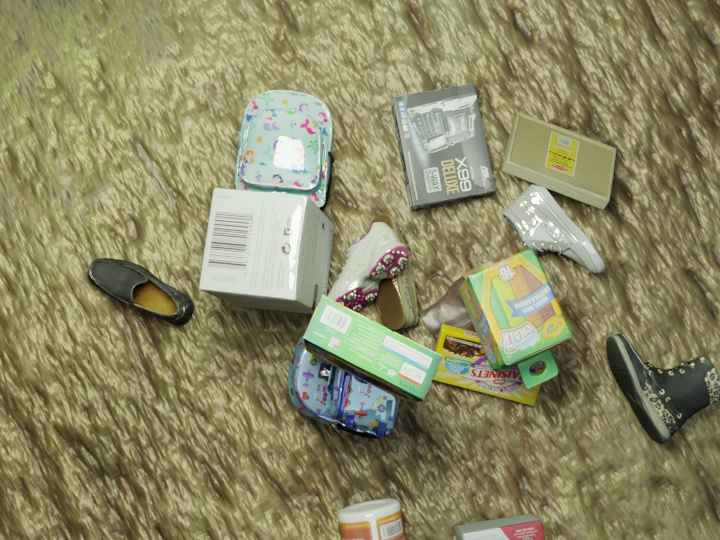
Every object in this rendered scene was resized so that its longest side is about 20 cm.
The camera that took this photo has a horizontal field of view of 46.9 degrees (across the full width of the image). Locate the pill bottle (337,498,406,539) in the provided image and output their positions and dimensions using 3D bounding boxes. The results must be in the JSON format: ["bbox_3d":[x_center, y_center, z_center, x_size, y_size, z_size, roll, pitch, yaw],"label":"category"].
[{"bbox_3d":[0.030,0.494,1.380,0.109,0.112,0.206,-9,84,-4],"label":"pill bottle"}]

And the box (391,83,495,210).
[{"bbox_3d":[0.148,-0.222,1.500,0.153,0.050,0.206,-9,84,-4],"label":"box"}]

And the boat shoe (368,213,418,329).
[{"bbox_3d":[0.060,0.001,1.468,0.072,0.062,0.206,-10,85,41],"label":"boat shoe"}]

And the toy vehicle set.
[{"bbox_3d":[0.360,-0.200,1.495,0.196,0.027,0.126,21,59,0],"label":"toy vehicle set"}]

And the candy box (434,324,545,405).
[{"bbox_3d":[0.223,0.166,1.448,0.195,0.027,0.104,14,117,-1],"label":"candy box"}]

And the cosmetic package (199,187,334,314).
[{"bbox_3d":[-0.148,-0.026,1.374,0.161,0.200,0.170,5,82,12],"label":"cosmetic package"}]

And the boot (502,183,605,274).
[{"bbox_3d":[0.342,-0.053,1.487,0.095,0.074,0.201,-38,78,0],"label":"boot"}]

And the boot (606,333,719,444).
[{"bbox_3d":[0.535,0.179,1.463,0.151,0.073,0.207,-28,89,-9],"label":"boot"}]

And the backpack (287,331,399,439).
[{"bbox_3d":[-0.026,0.178,1.405,0.195,0.135,0.187,15,82,2],"label":"backpack"}]

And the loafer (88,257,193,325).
[{"bbox_3d":[-0.383,0.030,1.434,0.196,0.072,0.074,22,84,1],"label":"loafer"}]

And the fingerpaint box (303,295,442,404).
[{"bbox_3d":[0.013,0.127,1.261,0.196,0.167,0.075,27,79,2],"label":"fingerpaint box"}]

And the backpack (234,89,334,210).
[{"bbox_3d":[-0.130,-0.210,1.443,0.173,0.151,0.206,7,78,0],"label":"backpack"}]

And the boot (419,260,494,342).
[{"bbox_3d":[0.221,0.103,1.470,0.165,0.072,0.201,-38,90,7],"label":"boot"}]

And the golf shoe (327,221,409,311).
[{"bbox_3d":[0.000,0.000,1.440,0.200,0.075,0.093,-43,55,25],"label":"golf shoe"}]

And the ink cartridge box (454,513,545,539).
[{"bbox_3d":[0.248,0.530,1.401,0.142,0.083,0.206,-8,83,-4],"label":"ink cartridge box"}]

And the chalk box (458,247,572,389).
[{"bbox_3d":[0.260,0.088,1.361,0.122,0.124,0.204,-23,80,-5],"label":"chalk box"}]
